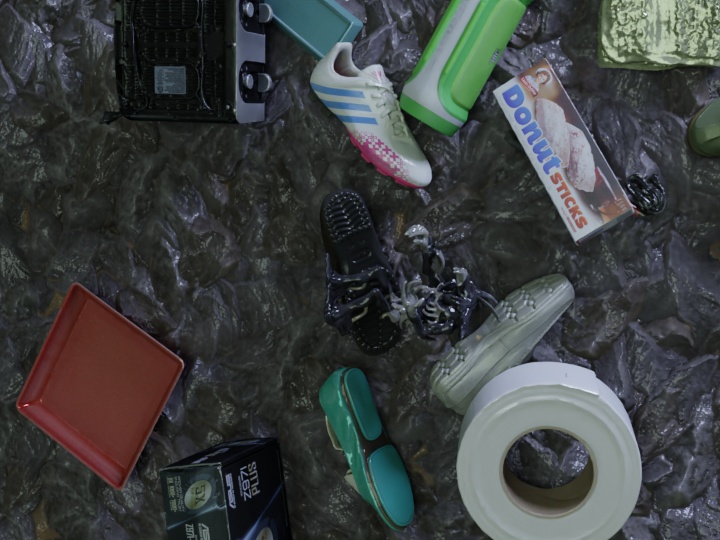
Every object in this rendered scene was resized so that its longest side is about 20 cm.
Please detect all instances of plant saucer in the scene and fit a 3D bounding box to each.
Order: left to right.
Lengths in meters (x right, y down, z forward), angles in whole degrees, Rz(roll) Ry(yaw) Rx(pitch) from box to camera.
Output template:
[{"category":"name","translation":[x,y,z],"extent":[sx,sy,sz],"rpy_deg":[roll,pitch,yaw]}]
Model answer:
[{"category":"plant saucer","translation":[-0.340,0.151,1.359],"extent":[0.198,0.037,0.202],"rpy_deg":[33,102,17]},{"category":"plant saucer","translation":[-0.089,-0.334,1.263],"extent":[0.199,0.019,0.070],"rpy_deg":[42,104,15]}]

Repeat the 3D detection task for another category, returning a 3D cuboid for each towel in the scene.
[{"category":"towel","translation":[0.328,-0.318,1.102],"extent":[0.145,0.036,0.205],"rpy_deg":[1,92,19]}]

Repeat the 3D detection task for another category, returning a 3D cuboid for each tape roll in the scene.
[{"category":"tape roll","translation":[0.204,0.205,1.117],"extent":[0.198,0.071,0.207],"rpy_deg":[2,104,8]}]

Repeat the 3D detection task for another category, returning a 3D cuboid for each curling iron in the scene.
[{"category":"curling iron","translation":[0.250,-0.111,1.144],"extent":[0.198,0.026,0.050],"rpy_deg":[26,79,22]}]

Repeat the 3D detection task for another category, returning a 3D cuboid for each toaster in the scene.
[{"category":"toaster","translation":[-0.208,-0.269,1.245],"extent":[0.196,0.118,0.185],"rpy_deg":[4,99,20]}]

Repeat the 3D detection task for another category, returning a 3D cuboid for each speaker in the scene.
[{"category":"speaker","translation":[0.121,-0.257,1.152],"extent":[0.088,0.088,0.202],"rpy_deg":[32,102,16]}]

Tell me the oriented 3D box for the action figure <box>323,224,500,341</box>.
[{"category":"action figure","translation":[0.057,0.021,1.132],"extent":[0.195,0.120,0.103],"rpy_deg":[-1,129,2]}]

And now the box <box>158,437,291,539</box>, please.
[{"category":"box","translation":[-0.154,0.317,1.229],"extent":[0.084,0.163,0.205],"rpy_deg":[-8,88,20]}]

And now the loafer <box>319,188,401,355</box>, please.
[{"category":"loafer","translation":[0.000,0.000,1.221],"extent":[0.072,0.071,0.204],"rpy_deg":[-15,98,-11]}]

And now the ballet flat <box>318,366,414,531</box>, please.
[{"category":"ballet flat","translation":[0.003,0.216,1.229],"extent":[0.070,0.067,0.203],"rpy_deg":[-27,82,43]}]

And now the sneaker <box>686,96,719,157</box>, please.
[{"category":"sneaker","translation":[0.429,-0.172,1.041],"extent":[0.197,0.090,0.068],"rpy_deg":[-19,86,20]}]

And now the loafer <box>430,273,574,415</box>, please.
[{"category":"loafer","translation":[0.167,0.085,1.163],"extent":[0.199,0.070,0.070],"rpy_deg":[-41,112,12]}]

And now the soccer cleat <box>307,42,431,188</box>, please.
[{"category":"soccer cleat","translation":[0.019,-0.184,1.195],"extent":[0.200,0.069,0.087],"rpy_deg":[46,122,15]}]

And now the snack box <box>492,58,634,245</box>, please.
[{"category":"snack box","translation":[0.222,-0.132,1.130],"extent":[0.071,0.024,0.203],"rpy_deg":[-30,70,13]}]
